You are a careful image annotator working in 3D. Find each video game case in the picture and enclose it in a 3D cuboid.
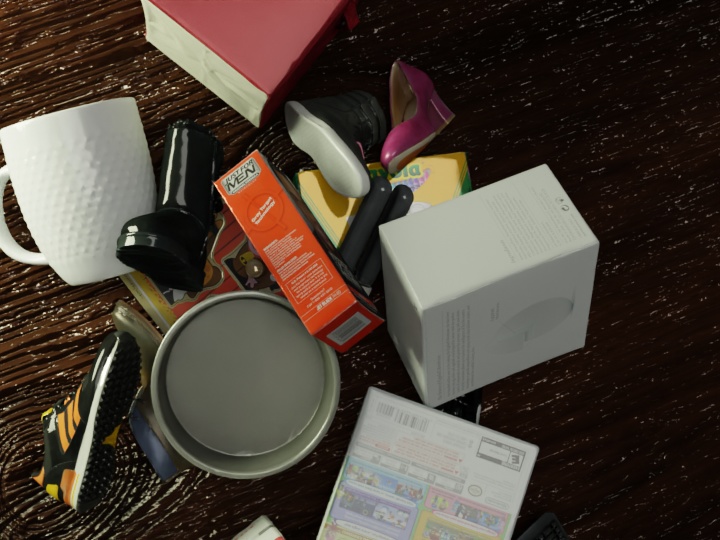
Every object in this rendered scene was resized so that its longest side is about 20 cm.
[{"bbox_3d":[0.072,0.244,1.322,0.198,0.022,0.184,19,82,-1],"label":"video game case"}]

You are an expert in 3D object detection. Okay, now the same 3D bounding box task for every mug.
[{"bbox_3d":[-0.312,-0.075,1.310,0.198,0.148,0.177,-12,97,18],"label":"mug"}]

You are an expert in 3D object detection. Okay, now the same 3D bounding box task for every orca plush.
[{"bbox_3d":[0.117,0.162,1.380,0.105,0.071,0.201,38,81,-4],"label":"orca plush"}]

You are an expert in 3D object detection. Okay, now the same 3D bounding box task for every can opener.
[{"bbox_3d":[0.000,0.000,1.317,0.053,0.067,0.201,19,112,-18],"label":"can opener"}]

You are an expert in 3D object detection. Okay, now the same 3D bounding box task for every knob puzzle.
[{"bbox_3d":[-0.143,0.005,1.341,0.217,0.030,0.222,0,87,7],"label":"knob puzzle"}]

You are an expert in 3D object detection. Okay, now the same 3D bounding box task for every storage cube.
[{"bbox_3d":[-0.116,-0.289,1.334,0.200,0.171,0.180,39,81,-4],"label":"storage cube"}]

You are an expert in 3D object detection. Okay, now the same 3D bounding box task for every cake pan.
[{"bbox_3d":[-0.121,0.118,1.294,0.198,0.037,0.202,-1,98,-8],"label":"cake pan"}]

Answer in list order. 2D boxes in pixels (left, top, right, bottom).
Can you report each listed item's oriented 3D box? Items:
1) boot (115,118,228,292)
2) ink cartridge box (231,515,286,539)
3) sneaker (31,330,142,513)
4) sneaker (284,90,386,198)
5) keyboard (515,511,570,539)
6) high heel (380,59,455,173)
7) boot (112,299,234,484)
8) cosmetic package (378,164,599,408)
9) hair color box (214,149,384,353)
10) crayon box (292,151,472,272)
[{"bbox_3d":[-0.188,-0.075,1.254,0.073,0.198,0.164,6,78,8],"label":"boot"},{"bbox_3d":[-0.120,0.341,1.264,0.144,0.200,0.084,-39,95,-10],"label":"ink cartridge box"},{"bbox_3d":[-0.299,0.151,1.297,0.089,0.070,0.202,20,101,19],"label":"sneaker"},{"bbox_3d":[-0.006,-0.147,1.342,0.098,0.200,0.071,-17,124,-16],"label":"sneaker"},{"bbox_3d":[0.172,0.377,1.370,0.200,0.021,0.128,-40,118,-19],"label":"keyboard"},{"bbox_3d":[0.042,-0.175,1.350,0.096,0.067,0.200,46,35,-2],"label":"high heel"},{"bbox_3d":[-0.229,0.133,1.328,0.097,0.075,0.201,-38,93,-13],"label":"boot"},{"bbox_3d":[0.134,0.020,1.318,0.198,0.200,0.123,-21,55,-11],"label":"cosmetic package"},{"bbox_3d":[-0.063,-0.019,1.259,0.061,0.101,0.201,-37,69,5],"label":"hair color box"},{"bbox_3d":[0.029,-0.062,1.392,0.198,0.058,0.120,-8,87,-9],"label":"crayon box"}]
